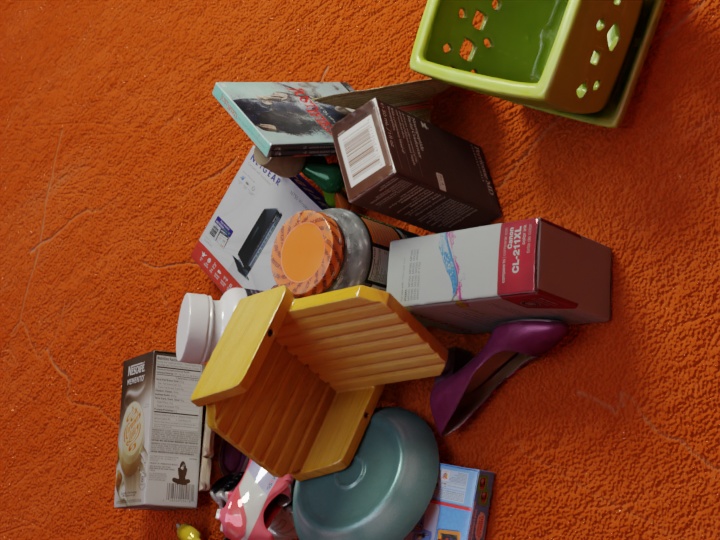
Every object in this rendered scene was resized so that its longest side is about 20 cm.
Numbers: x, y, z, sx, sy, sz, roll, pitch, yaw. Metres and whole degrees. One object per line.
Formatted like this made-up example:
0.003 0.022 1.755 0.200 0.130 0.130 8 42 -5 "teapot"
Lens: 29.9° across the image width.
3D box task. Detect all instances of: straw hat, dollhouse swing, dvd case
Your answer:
0.042 -0.177 1.595 0.201 0.201 0.085 -2 99 42 "straw hat"
-0.033 0.128 1.467 0.175 0.200 0.182 4 60 42 "dollhouse swing"
-0.063 -0.188 1.656 0.146 0.199 0.022 50 130 38 "dvd case"

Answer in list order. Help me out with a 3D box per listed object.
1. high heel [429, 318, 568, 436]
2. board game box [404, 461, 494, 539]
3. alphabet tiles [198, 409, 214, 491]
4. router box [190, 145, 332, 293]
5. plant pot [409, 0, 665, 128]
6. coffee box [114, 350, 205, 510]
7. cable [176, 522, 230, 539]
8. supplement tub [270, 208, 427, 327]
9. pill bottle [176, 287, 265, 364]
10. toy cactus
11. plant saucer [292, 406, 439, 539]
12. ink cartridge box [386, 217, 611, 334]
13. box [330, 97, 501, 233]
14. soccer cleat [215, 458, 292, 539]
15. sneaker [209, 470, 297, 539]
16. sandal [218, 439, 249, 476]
0.153 0.116 1.468 0.200 0.067 0.097 -29 54 49 "high heel"
0.067 0.314 1.514 0.151 0.037 0.201 4 80 43 "board game box"
-0.190 0.180 1.721 0.196 0.015 0.201 125 151 -77 "alphabet tiles"
-0.118 -0.037 1.765 0.200 0.049 0.180 43 108 40 "router box"
0.202 -0.266 1.443 0.199 0.181 0.201 22 94 44 "plant pot"
-0.267 0.215 1.796 0.114 0.079 0.201 -20 65 56 "coffee box"
-0.192 0.369 1.696 0.200 0.050 0.098 -17 70 62 "cable"
0.000 0.000 1.544 0.122 0.200 0.123 -14 69 40 "supplement tub"
-0.115 0.080 1.614 0.111 0.199 0.112 -172 90 -73 "pill bottle"
-0.062 -0.137 1.663 0.200 0.165 0.102 45 109 30 "toy cactus"
-0.004 0.236 1.535 0.199 0.036 0.201 -22 45 25 "plant saucer"
0.146 0.010 1.446 0.199 0.145 0.083 -8 73 41 "ink cartridge box"
0.065 -0.109 1.514 0.075 0.200 0.100 -31 60 30 "box"
-0.104 0.236 1.605 0.076 0.067 0.200 14 56 16 "soccer cleat"
-0.091 0.300 1.650 0.199 0.075 0.081 4 110 35 "sneaker"
-0.153 0.181 1.710 0.082 0.050 0.203 27 113 46 "sandal"
